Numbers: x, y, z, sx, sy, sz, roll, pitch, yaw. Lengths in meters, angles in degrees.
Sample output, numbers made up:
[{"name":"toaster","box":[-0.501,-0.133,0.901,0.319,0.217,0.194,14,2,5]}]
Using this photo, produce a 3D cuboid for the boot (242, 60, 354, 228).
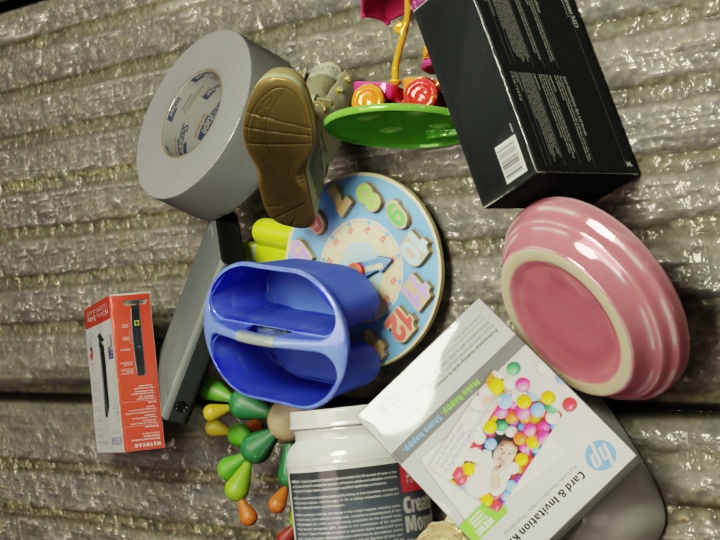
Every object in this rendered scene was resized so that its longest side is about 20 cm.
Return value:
[{"name":"boot","box":[-0.055,-0.160,1.702,0.072,0.155,0.200,11,142,14]}]

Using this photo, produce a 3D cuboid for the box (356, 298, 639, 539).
[{"name":"box","box":[0.119,0.149,1.504,0.156,0.041,0.200,-43,71,-1]}]

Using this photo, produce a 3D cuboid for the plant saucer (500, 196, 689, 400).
[{"name":"plant saucer","box":[0.193,0.034,1.484,0.200,0.051,0.201,38,147,30]}]

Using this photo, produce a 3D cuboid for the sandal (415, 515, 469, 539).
[{"name":"sandal","box":[0.070,0.269,1.526,0.078,0.070,0.212,44,104,27]}]

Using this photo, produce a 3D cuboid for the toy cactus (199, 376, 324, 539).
[{"name":"toy cactus","box":[-0.091,0.182,1.837,0.165,0.102,0.200,-43,65,34]}]

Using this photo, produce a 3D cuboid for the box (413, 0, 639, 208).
[{"name":"box","box":[0.148,-0.159,1.525,0.079,0.141,0.200,-35,66,45]}]

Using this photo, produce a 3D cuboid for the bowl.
[{"name":"bowl","box":[0.164,0.209,1.572,0.200,0.075,0.200,-51,57,34]}]

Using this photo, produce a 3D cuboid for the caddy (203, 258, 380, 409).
[{"name":"caddy","box":[-0.073,0.061,1.716,0.200,0.105,0.142,7,104,41]}]

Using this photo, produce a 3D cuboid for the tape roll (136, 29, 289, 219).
[{"name":"tape roll","box":[-0.159,-0.159,1.863,0.200,0.066,0.200,-30,48,39]}]

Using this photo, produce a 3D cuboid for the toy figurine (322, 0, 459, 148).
[{"name":"toy figurine","box":[0.064,-0.225,1.641,0.200,0.150,0.184,-3,80,27]}]

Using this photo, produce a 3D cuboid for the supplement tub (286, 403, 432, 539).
[{"name":"supplement tub","box":[0.001,0.234,1.700,0.140,0.140,0.200,-10,84,47]}]

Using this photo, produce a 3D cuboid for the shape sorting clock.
[{"name":"shape sorting clock","box":[0.000,0.000,1.739,0.200,0.039,0.200,3,95,34]}]

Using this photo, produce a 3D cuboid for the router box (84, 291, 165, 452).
[{"name":"router box","box":[-0.279,0.123,2.012,0.200,0.049,0.180,159,106,-71]}]

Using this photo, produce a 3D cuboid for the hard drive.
[{"name":"hard drive","box":[-0.174,0.048,1.867,0.140,0.033,0.200,-106,36,-61]}]

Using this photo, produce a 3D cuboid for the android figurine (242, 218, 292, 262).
[{"name":"android figurine","box":[-0.094,0.034,1.871,0.200,0.041,0.182,13,101,45]}]
